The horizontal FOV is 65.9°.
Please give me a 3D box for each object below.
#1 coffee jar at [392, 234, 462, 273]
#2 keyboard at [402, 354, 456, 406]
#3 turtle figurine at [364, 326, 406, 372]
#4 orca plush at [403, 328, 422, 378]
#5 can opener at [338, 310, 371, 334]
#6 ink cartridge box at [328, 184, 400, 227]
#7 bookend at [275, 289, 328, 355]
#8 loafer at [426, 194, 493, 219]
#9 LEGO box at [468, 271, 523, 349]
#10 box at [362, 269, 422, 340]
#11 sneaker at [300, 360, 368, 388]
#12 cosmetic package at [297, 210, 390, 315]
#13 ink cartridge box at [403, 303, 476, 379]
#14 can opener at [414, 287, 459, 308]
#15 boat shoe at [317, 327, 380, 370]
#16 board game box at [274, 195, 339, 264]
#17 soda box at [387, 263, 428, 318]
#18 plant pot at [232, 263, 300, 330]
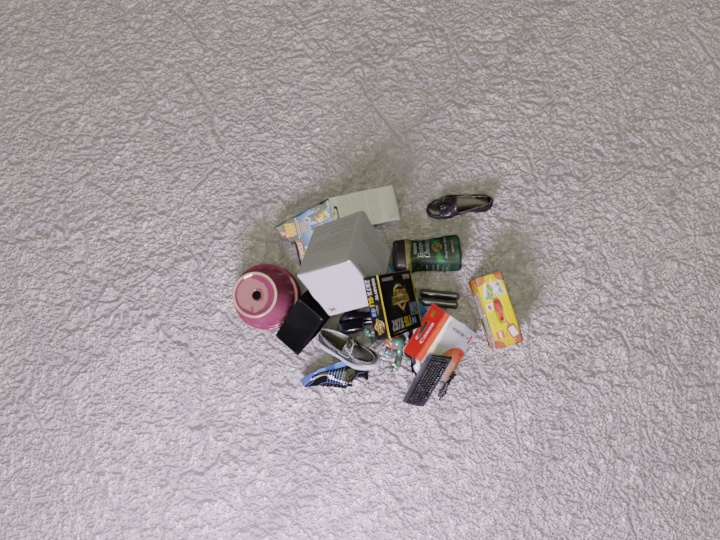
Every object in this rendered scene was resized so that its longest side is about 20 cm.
[{"bbox_3d":[0.193,-0.045,1.630,0.199,0.085,0.105,-5,67,3],"label":"coffee jar"},{"bbox_3d":[0.209,0.317,1.577,0.127,0.021,0.200,8,126,-21],"label":"keyboard"},{"bbox_3d":[0.081,0.207,1.557,0.100,0.200,0.150,-30,90,-7],"label":"turtle figurine"},{"bbox_3d":[0.147,0.230,1.622,0.071,0.105,0.201,-15,96,36],"label":"orca plush"},{"bbox_3d":[0.033,0.143,1.641,0.199,0.063,0.079,-10,64,1],"label":"can opener"},{"bbox_3d":[0.010,-0.181,1.660,0.199,0.050,0.109,-12,84,-7],"label":"ink cartridge box"},{"bbox_3d":[-0.126,0.113,1.626,0.092,0.199,0.200,40,44,5],"label":"bookend"},{"bbox_3d":[0.296,-0.199,1.652,0.199,0.063,0.072,-7,84,3],"label":"loafer"},{"bbox_3d":[0.381,0.113,1.577,0.077,0.149,0.201,-17,84,2],"label":"LEGO box"},{"bbox_3d":[0.086,0.085,1.435,0.049,0.200,0.160,-11,88,29],"label":"box"},{"bbox_3d":[-0.074,0.316,1.628,0.199,0.070,0.078,-20,77,1],"label":"sneaker"},{"bbox_3d":[-0.039,-0.018,1.487,0.166,0.200,0.168,-16,128,27],"label":"cosmetic package"},{"bbox_3d":[0.229,0.202,1.567,0.050,0.200,0.163,30,86,45],"label":"ink cartridge box"},{"bbox_3d":[0.190,0.078,1.635,0.199,0.067,0.053,8,73,5],"label":"can opener"},{"bbox_3d":[-0.037,0.226,1.593,0.199,0.071,0.072,19,58,16],"label":"boat shoe"},{"bbox_3d":[-0.149,-0.101,1.671,0.199,0.062,0.201,-14,86,1],"label":"board game box"},{"bbox_3d":[0.098,0.066,1.584,0.064,0.068,0.200,-48,69,24],"label":"soda box"},{"bbox_3d":[-0.285,0.073,1.609,0.199,0.179,0.201,0,84,4],"label":"plant pot"}]
